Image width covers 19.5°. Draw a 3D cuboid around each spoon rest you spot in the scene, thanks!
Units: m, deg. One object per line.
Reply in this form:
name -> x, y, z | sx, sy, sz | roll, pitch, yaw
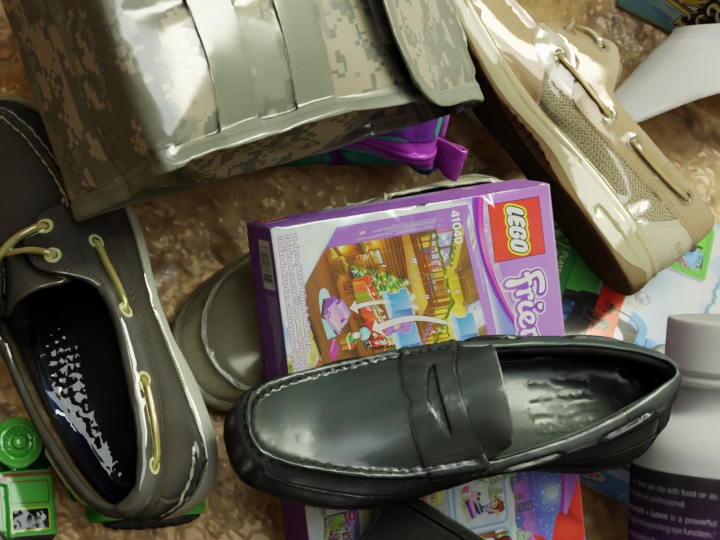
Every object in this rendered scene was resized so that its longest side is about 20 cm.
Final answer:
spoon rest -> 0.141, -0.094, 1.072 | 0.198, 0.099, 0.061 | -1, 93, -5

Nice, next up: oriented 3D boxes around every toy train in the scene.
toy train -> -0.161, 0.094, 0.919 | 0.198, 0.042, 0.057 | -3, 83, -20

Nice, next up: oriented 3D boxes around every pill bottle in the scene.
pill bottle -> 0.176, 0.122, 0.951 | 0.110, 0.111, 0.202 | 1, 92, -19

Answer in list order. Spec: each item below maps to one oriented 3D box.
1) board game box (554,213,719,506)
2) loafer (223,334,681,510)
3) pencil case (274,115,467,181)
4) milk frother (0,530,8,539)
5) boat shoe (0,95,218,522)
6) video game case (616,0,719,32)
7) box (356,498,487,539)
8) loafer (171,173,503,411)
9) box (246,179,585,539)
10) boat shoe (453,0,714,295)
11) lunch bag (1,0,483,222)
board game box -> 0.163, 0.050, 1.048 | 0.199, 0.037, 0.152 | 27, 65, -10
loafer -> 0.041, 0.057, 0.885 | 0.199, 0.071, 0.069 | -3, 62, -20
pencil case -> -0.055, -0.081, 0.982 | 0.198, 0.085, 0.093 | -4, 50, -13
milk frother -> -0.194, 0.171, 0.777 | 0.188, 0.200, 0.181 | -43, 98, -15
boat shoe -> -0.125, 0.012, 0.888 | 0.071, 0.061, 0.202 | -31, 79, 16
video game case -> 0.251, -0.151, 1.059 | 0.180, 0.200, 0.046 | 26, 66, -8
box -> 0.025, 0.209, 0.837 | 0.201, 0.193, 0.048 | -54, 133, -8
loafer -> 0.000, 0.000, 0.991 | 0.199, 0.068, 0.076 | -29, 82, -26
box -> 0.028, 0.068, 0.949 | 0.136, 0.039, 0.202 | -9, 98, -20
boat shoe -> 0.094, -0.086, 1.010 | 0.064, 0.071, 0.201 | -35, 94, -8
lunch bag -> -0.043, -0.128, 0.885 | 0.199, 0.117, 0.165 | -18, 88, -32
